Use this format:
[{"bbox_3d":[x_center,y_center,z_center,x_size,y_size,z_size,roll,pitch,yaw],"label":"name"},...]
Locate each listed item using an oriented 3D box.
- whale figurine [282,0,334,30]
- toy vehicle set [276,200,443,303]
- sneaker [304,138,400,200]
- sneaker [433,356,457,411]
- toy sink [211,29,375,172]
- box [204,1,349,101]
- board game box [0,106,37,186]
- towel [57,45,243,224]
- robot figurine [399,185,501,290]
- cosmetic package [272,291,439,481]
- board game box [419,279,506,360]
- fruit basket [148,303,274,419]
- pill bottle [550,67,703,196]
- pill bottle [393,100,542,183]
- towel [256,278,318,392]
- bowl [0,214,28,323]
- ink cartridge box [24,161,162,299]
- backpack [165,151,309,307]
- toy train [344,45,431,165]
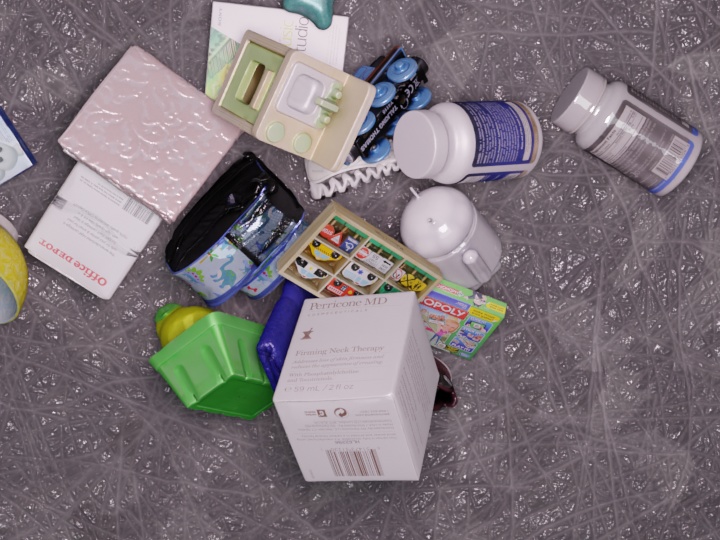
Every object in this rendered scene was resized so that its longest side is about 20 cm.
[{"bbox_3d":[-0.033,-0.443,1.651,0.159,0.104,0.200,29,87,-7],"label":"whale figurine"},{"bbox_3d":[0.000,0.000,1.633,0.200,0.027,0.124,31,114,-27],"label":"toy vehicle set"},{"bbox_3d":[0.013,-0.169,1.728,0.200,0.075,0.081,-19,91,0],"label":"sneaker"},{"bbox_3d":[0.071,0.143,1.735,0.200,0.116,0.076,30,102,-24],"label":"sneaker"},{"bbox_3d":[-0.097,-0.233,1.596,0.112,0.200,0.130,18,101,-41],"label":"toy sink"},{"bbox_3d":[-0.122,-0.309,1.712,0.200,0.036,0.144,6,99,-2],"label":"box"},{"bbox_3d":[-0.609,-0.188,1.702,0.199,0.043,0.200,-30,100,2],"label":"board game box"},{"bbox_3d":[-0.293,-0.192,1.661,0.200,0.032,0.191,36,71,-7],"label":"towel"},{"bbox_3d":[0.130,-0.048,1.704,0.113,0.170,0.200,-45,138,2],"label":"robot figurine"},{"bbox_3d":[0.000,0.158,1.591,0.167,0.200,0.166,-5,129,17],"label":"cosmetic package"},{"bbox_3d":[0.099,0.057,1.745,0.200,0.135,0.029,21,55,-6],"label":"board game box"},{"bbox_3d":[-0.214,0.109,1.713,0.155,0.216,0.216,-36,100,18],"label":"fruit basket"},{"bbox_3d":[0.387,-0.205,1.717,0.200,0.114,0.114,31,97,-7],"label":"pill bottle"},{"bbox_3d":[0.151,-0.182,1.665,0.200,0.116,0.116,-7,102,-37],"label":"pill bottle"},{"bbox_3d":[-0.093,0.094,1.692,0.050,0.200,0.148,-9,125,23],"label":"towel"},{"bbox_3d":[-0.554,-0.026,1.689,0.200,0.200,0.108,32,53,-8],"label":"bowl"},{"bbox_3d":[-0.371,-0.081,1.712,0.146,0.084,0.200,34,96,-8],"label":"ink cartridge box"},{"bbox_3d":[-0.171,-0.042,1.680,0.200,0.183,0.147,-44,112,2],"label":"backpack"},{"bbox_3d":[0.014,-0.235,1.676,0.200,0.114,0.087,-53,138,-20],"label":"toy train"}]
